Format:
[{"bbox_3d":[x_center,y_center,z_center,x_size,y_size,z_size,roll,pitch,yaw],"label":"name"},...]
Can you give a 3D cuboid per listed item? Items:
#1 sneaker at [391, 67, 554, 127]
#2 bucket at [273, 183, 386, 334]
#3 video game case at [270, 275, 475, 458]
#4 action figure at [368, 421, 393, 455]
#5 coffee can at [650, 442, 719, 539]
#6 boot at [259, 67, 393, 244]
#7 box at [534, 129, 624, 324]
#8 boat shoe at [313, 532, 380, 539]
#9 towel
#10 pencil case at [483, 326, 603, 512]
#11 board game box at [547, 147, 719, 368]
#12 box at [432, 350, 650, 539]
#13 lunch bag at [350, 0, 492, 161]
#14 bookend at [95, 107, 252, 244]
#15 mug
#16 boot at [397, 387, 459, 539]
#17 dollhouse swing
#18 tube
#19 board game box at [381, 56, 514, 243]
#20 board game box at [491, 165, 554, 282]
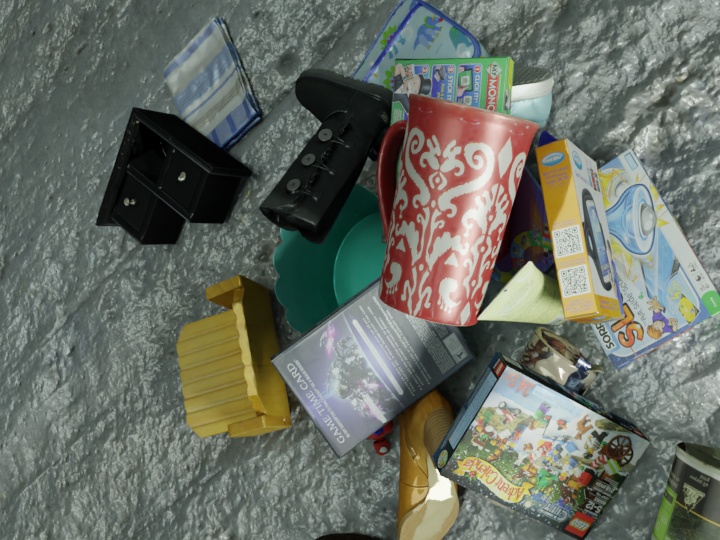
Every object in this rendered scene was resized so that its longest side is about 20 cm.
[{"bbox_3d":[0.136,-0.182,0.931,0.194,0.075,0.084,-8,121,0],"label":"sneaker"},{"bbox_3d":[0.000,0.000,1.002,0.203,0.134,0.214,-5,81,31],"label":"bucket"},{"bbox_3d":[0.016,0.099,0.893,0.198,0.019,0.144,-35,104,-2],"label":"video game case"},{"bbox_3d":[-0.010,0.167,0.973,0.064,0.201,0.052,-8,44,30],"label":"action figure"},{"bbox_3d":[0.347,0.289,0.748,0.144,0.145,0.205,17,93,31],"label":"coffee can"},{"bbox_3d":[-0.062,-0.144,0.962,0.162,0.066,0.203,17,73,39],"label":"boot"},{"bbox_3d":[0.232,-0.048,0.829,0.041,0.118,0.206,-11,79,30],"label":"box"},{"bbox_3d":[0.018,0.390,0.993,0.196,0.071,0.078,2,101,33],"label":"boat shoe"},{"bbox_3d":[-0.240,-0.284,1.249,0.146,0.024,0.204,-34,68,25],"label":"towel"},{"bbox_3d":[0.192,0.172,0.896,0.088,0.078,0.203,30,101,14],"label":"pencil case"},{"bbox_3d":[0.296,-0.013,0.877,0.134,0.034,0.204,-34,68,24],"label":"board game box"},{"bbox_3d":[0.194,0.192,0.841,0.139,0.197,0.038,-60,16,11],"label":"box"},{"bbox_3d":[0.064,-0.237,1.021,0.201,0.082,0.161,-52,59,16],"label":"lunch bag"},{"bbox_3d":[-0.293,-0.113,1.213,0.197,0.091,0.204,36,111,28],"label":"bookend"},{"bbox_3d":[0.087,-0.064,0.800,0.130,0.178,0.206,10,101,-12],"label":"mug"},{"bbox_3d":[0.073,0.228,0.967,0.145,0.069,0.205,-112,30,-54],"label":"boot"},{"bbox_3d":[-0.205,0.136,1.106,0.171,0.182,0.206,-13,78,9],"label":"dollhouse swing"},{"bbox_3d":[0.185,0.028,0.845,0.051,0.199,0.060,3,86,29],"label":"tube"},{"bbox_3d":[0.094,-0.127,0.860,0.131,0.029,0.206,6,93,24],"label":"board game box"},{"bbox_3d":[0.140,-0.066,0.915,0.202,0.039,0.157,56,141,-1],"label":"board game box"}]
